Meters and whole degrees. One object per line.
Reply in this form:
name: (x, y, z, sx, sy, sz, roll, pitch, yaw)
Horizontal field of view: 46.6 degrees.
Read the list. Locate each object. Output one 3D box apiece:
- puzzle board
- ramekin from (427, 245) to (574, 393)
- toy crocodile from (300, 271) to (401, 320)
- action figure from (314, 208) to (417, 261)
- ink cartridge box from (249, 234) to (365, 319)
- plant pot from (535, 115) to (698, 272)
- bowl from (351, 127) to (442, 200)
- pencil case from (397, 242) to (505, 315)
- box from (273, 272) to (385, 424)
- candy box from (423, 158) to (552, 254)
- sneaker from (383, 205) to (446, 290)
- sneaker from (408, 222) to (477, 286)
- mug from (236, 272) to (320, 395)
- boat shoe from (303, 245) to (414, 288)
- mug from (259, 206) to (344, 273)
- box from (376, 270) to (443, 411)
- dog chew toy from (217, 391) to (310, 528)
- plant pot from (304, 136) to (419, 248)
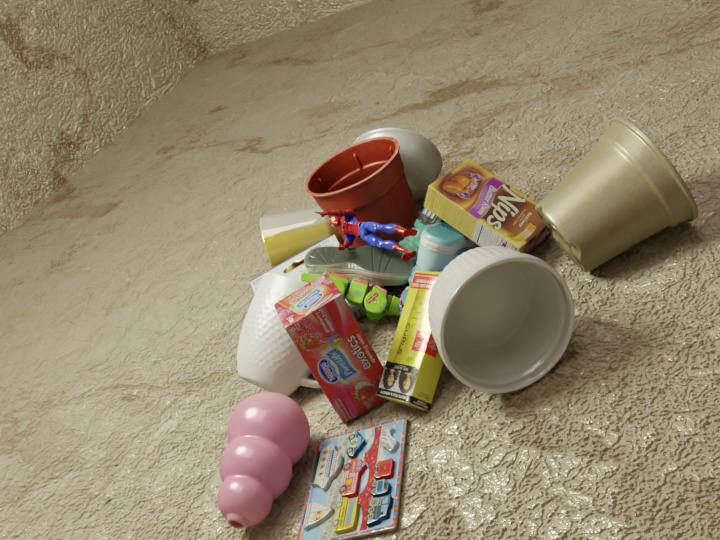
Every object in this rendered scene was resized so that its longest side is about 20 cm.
puzzle board: (-0.010, 0.291, 1.167, 0.150, 0.017, 0.201, -18, 30, 19)
ramekin: (0.188, 0.060, 1.175, 0.199, 0.201, 0.105, -31, 24, -4)
toy crocodile: (-0.009, 0.038, 1.444, 0.198, 0.068, 0.062, 17, 76, 5)
action figure: (-0.004, -0.065, 1.461, 0.098, 0.066, 0.199, -12, 22, -39)
ink cartridge box: (-0.095, 0.047, 1.569, 0.195, 0.043, 0.201, -29, 43, 1)
plant pot: (0.383, -0.103, 1.301, 0.183, 0.201, 0.201, -38, 27, 7)
bowl: (0.068, -0.198, 1.742, 0.200, 0.201, 0.091, -11, 52, 30)
pencil case: (0.160, 0.038, 1.349, 0.199, 0.093, 0.085, -24, -12, 6)
box: (-0.038, 0.120, 1.277, 0.099, 0.201, 0.096, -30, 26, -4)
candy box: (0.223, -0.102, 1.439, 0.200, 0.057, 0.116, 38, 53, 22)
sneaker: (0.118, -0.034, 1.544, 0.201, 0.087, 0.074, -53, 38, 5)
sneaker: (0.142, -0.011, 1.466, 0.079, 0.132, 0.200, 25, 16, 25)
mug: (-0.108, 0.122, 1.405, 0.199, 0.148, 0.177, 18, 76, 16)
boat shoe: (-0.001, 0.001, 1.499, 0.200, 0.065, 0.075, 2, 43, 11)
mug: (-0.106, -0.043, 1.707, 0.152, 0.188, 0.149, -17, -13, 3)
box: (0.092, 0.103, 1.252, 0.075, 0.050, 0.202, 7, 74, 47)
dog chew toy: (-0.147, 0.278, 1.213, 0.124, 0.125, 0.201, -12, 40, 28)
plant pot: (0.023, -0.123, 1.623, 0.199, 0.196, 0.201, -22, 28, 13)
